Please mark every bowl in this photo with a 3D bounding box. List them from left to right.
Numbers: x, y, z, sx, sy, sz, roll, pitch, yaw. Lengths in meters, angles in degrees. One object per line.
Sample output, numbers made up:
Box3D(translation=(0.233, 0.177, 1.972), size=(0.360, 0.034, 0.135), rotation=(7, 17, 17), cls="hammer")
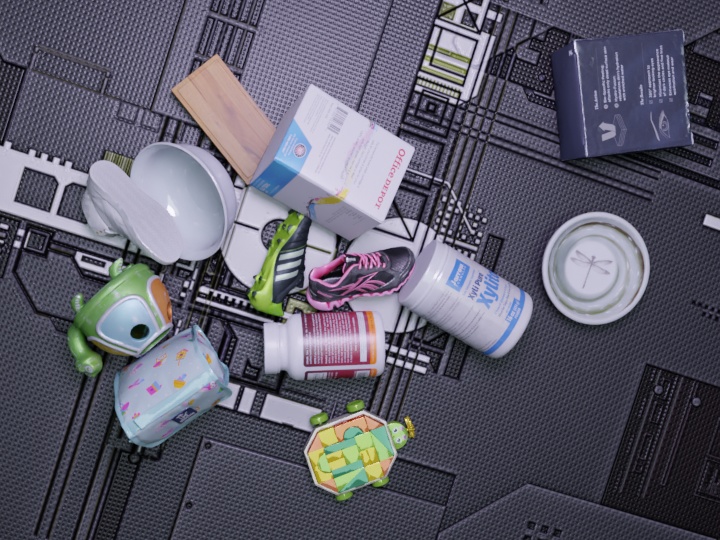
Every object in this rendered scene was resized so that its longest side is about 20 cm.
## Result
Box3D(translation=(-0.272, -0.124, 1.384), size=(0.201, 0.090, 0.202), rotation=(16, 122, 27), cls="bowl")

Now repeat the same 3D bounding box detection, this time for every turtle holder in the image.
Box3D(translation=(-0.389, 0.080, 1.365), size=(0.132, 0.141, 0.185), rotation=(47, 64, 0), cls="turtle holder")

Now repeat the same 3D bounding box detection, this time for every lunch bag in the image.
Box3D(translation=(-0.301, 0.189, 1.359), size=(0.170, 0.200, 0.122), rotation=(-33, 106, -5), cls="lunch bag")

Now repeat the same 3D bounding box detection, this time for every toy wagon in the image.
Box3D(translation=(0.003, 0.308, 1.492), size=(0.199, 0.040, 0.156), rotation=(-19, 96, -6), cls="toy wagon")

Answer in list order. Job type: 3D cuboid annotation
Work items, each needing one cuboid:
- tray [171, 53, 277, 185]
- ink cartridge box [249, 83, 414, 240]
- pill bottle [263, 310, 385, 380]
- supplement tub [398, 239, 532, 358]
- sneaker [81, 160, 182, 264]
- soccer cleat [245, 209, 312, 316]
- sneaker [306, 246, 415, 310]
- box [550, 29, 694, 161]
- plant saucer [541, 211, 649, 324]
Box3D(translation=(-0.216, -0.253, 1.431), size=(0.099, 0.037, 0.200), rotation=(-39, 98, -4), cls="tray")
Box3D(translation=(-0.046, -0.168, 1.374), size=(0.200, 0.146, 0.147), rotation=(29, 70, -15), cls="ink cartridge box")
Box3D(translation=(-0.063, 0.127, 1.435), size=(0.199, 0.113, 0.113), rotation=(-2, 94, -8), cls="pill bottle")
Box3D(translation=(0.180, 0.050, 1.454), size=(0.200, 0.132, 0.132), rotation=(30, 89, -9), cls="supplement tub")
Box3D(translation=(-0.375, -0.074, 1.384), size=(0.200, 0.116, 0.074), rotation=(50, 51, 3), cls="sneaker")
Box3D(translation=(-0.122, -0.018, 1.449), size=(0.081, 0.067, 0.200), rotation=(28, 86, -30), cls="soccer cleat")
Box3D(translation=(0.000, 0.000, 1.437), size=(0.199, 0.095, 0.079), rotation=(-21, 56, -7), cls="sneaker")
Box3D(translation=(0.452, -0.301, 1.476), size=(0.199, 0.117, 0.197), rotation=(-7, 95, -8), cls="box")
Box3D(translation=(0.415, -0.004, 1.522), size=(0.199, 0.050, 0.201), rotation=(0, 93, -7), cls="plant saucer")
